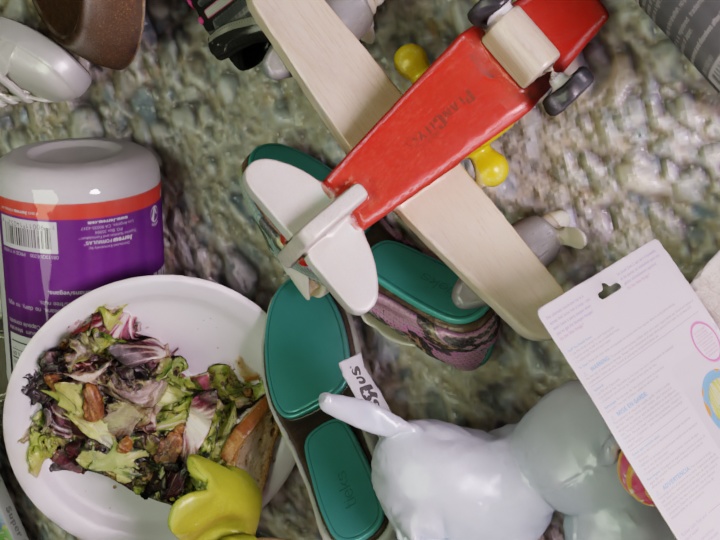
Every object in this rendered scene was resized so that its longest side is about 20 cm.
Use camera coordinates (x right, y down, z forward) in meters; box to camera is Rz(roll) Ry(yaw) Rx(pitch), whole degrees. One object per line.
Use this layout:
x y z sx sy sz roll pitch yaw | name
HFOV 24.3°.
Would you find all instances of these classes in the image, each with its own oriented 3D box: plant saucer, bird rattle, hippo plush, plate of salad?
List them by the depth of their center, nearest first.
0.097 0.116 0.955 0.160 0.159 0.201 -20 98 13 | hippo plush
-0.041 0.209 1.030 0.198 0.163 0.113 22 123 0 | bird rattle
-0.186 -0.221 1.043 0.200 0.034 0.202 44 143 48 | plant saucer
-0.130 0.100 1.081 0.048 0.198 0.202 -116 30 -65 | plate of salad

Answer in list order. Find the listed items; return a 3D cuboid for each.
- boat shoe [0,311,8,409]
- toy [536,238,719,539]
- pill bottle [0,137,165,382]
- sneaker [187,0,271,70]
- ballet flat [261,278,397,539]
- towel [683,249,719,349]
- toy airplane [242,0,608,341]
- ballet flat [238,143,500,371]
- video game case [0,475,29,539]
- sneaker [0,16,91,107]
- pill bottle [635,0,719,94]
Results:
-0.302 0.078 1.267 0.201 0.060 0.073 -11 99 39 | boat shoe
0.164 0.094 0.848 0.201 0.115 0.047 56 134 8 | toy
-0.186 0.018 1.128 0.112 0.112 0.202 12 112 34 | pill bottle
-0.081 -0.169 1.012 0.199 0.074 0.088 23 114 26 | sneaker
-0.014 0.096 1.041 0.070 0.069 0.201 -49 45 37 | ballet flat
0.239 0.030 0.862 0.133 0.034 0.200 47 127 16 | towel
0.031 -0.067 0.920 0.197 0.141 0.202 4 95 3 | toy airplane
0.000 0.000 1.019 0.199 0.069 0.072 34 142 23 | ballet flat
-0.317 0.216 1.336 0.142 0.018 0.201 -12 105 39 | video game case
-0.264 -0.126 1.148 0.199 0.073 0.085 14 69 42 | sneaker
0.175 -0.166 0.794 0.200 0.116 0.116 51 128 13 | pill bottle
